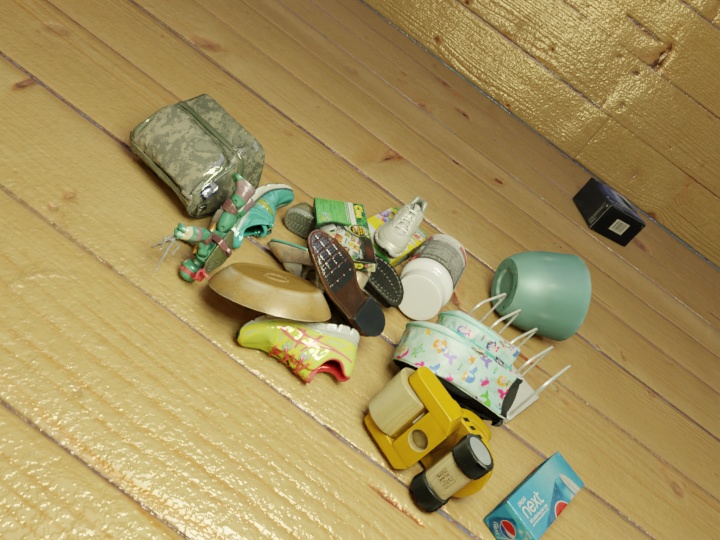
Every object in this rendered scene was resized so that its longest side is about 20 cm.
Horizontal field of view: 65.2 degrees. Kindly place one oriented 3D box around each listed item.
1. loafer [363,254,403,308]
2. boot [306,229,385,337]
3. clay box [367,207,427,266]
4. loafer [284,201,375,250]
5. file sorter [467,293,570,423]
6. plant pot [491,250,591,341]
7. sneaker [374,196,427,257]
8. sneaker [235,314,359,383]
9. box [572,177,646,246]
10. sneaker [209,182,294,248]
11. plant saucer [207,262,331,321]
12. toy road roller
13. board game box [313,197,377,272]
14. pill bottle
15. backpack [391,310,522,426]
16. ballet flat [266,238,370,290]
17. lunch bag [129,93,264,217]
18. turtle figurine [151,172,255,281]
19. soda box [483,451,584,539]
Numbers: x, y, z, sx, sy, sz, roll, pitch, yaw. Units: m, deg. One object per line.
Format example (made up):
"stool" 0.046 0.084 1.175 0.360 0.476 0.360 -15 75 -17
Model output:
"loafer" 0.000 0.000 1.081 0.200 0.072 0.073 44 47 4
"boot" -0.046 0.029 0.931 0.075 0.096 0.202 -40 106 -33
"clay box" 0.065 -0.071 1.249 0.115 0.048 0.199 45 34 11
"loafer" -0.054 -0.082 1.129 0.198 0.076 0.070 30 38 -10
"file sorter" 0.286 0.161 1.104 0.138 0.125 0.201 -11 55 -49
"plant pot" 0.396 0.048 1.288 0.158 0.203 0.203 10 39 -13
"sneaker" 0.089 -0.097 1.189 0.075 0.081 0.200 37 35 -1
"sneaker" -0.092 0.122 0.855 0.196 0.078 0.092 10 61 -18
"box" 0.963 -0.230 2.192 0.197 0.124 0.200 22 35 -22
"sneaker" -0.189 -0.099 1.042 0.080 0.078 0.200 48 44 3
"plant saucer" -0.134 0.026 0.874 0.196 0.036 0.200 18 7 -2
"toy road roller" 0.117 0.246 0.859 0.201 0.123 0.145 52 23 17
"board game box" -0.032 -0.070 1.034 0.103 0.024 0.202 6 35 -12
"pill bottle" 0.146 0.012 1.164 0.113 0.114 0.200 38 33 3
"backpack" 0.157 0.152 0.947 0.197 0.177 0.153 25 80 -9
"ballet flat" -0.082 -0.003 1.007 0.196 0.069 0.068 14 -9 9
"lunch bag" -0.292 -0.198 1.009 0.200 0.140 0.167 44 50 12
"turtle figurine" -0.244 -0.055 0.891 0.101 0.149 0.201 43 71 -18
"soda box" 0.282 0.370 0.904 0.198 0.065 0.068 -12 56 -48
